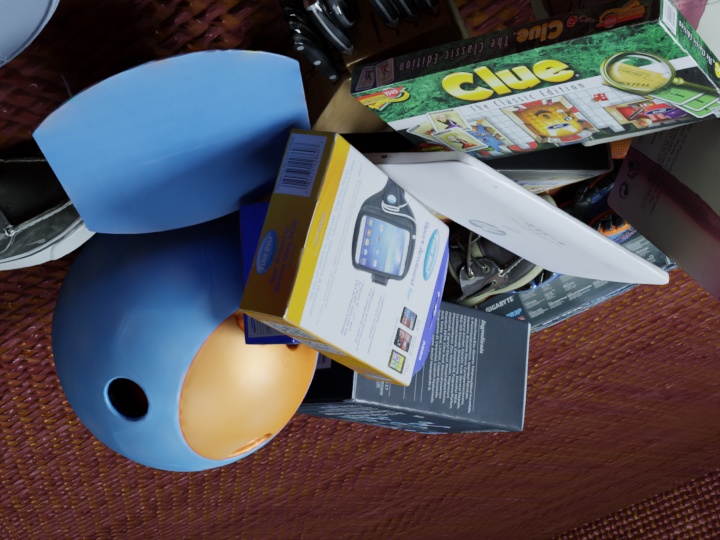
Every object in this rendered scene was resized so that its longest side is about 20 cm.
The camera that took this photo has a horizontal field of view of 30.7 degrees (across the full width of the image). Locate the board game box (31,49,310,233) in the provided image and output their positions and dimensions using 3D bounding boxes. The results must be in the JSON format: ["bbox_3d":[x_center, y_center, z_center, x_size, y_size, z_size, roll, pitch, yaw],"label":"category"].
[{"bbox_3d":[-0.112,-0.090,0.806,0.156,0.039,0.200,-17,158,-3],"label":"board game box"}]

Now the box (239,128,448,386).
[{"bbox_3d":[0.000,0.000,0.870,0.041,0.120,0.200,9,167,29],"label":"box"}]

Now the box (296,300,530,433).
[{"bbox_3d":[0.035,0.088,1.226,0.198,0.109,0.148,13,166,-33],"label":"box"}]

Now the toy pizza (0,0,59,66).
[{"bbox_3d":[-0.249,-0.146,0.657,0.198,0.032,0.201,-16,159,-6],"label":"toy pizza"}]

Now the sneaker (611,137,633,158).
[{"bbox_3d":[0.238,-0.158,0.967,0.077,0.074,0.200,19,134,-32],"label":"sneaker"}]

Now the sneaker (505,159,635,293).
[{"bbox_3d":[0.200,-0.032,1.211,0.199,0.076,0.078,-27,160,28],"label":"sneaker"}]

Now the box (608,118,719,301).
[{"bbox_3d":[0.281,-0.038,0.876,0.127,0.200,0.110,9,115,-28],"label":"box"}]

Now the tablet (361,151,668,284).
[{"bbox_3d":[0.100,-0.033,0.880,0.199,0.014,0.130,27,170,-31],"label":"tablet"}]

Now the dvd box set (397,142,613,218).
[{"bbox_3d":[0.071,-0.069,0.990,0.145,0.030,0.199,-2,173,-31],"label":"dvd box set"}]

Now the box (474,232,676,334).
[{"bbox_3d":[0.232,0.011,1.319,0.199,0.046,0.159,-27,172,24],"label":"box"}]

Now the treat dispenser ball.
[{"bbox_3d":[-0.128,0.047,0.978,0.198,0.203,0.201,-15,158,-6],"label":"treat dispenser ball"}]

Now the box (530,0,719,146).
[{"bbox_3d":[0.172,-0.181,0.757,0.108,0.129,0.200,-14,158,-5],"label":"box"}]

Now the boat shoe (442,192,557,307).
[{"bbox_3d":[0.104,-0.007,1.195,0.064,0.074,0.200,-6,156,-38],"label":"boat shoe"}]

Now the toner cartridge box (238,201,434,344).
[{"bbox_3d":[-0.012,0.003,0.944,0.043,0.096,0.199,-3,177,31],"label":"toner cartridge box"}]

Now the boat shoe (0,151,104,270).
[{"bbox_3d":[-0.253,-0.035,0.867,0.198,0.071,0.064,-20,159,12],"label":"boat shoe"}]

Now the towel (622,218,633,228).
[{"bbox_3d":[0.273,-0.088,1.086,0.144,0.023,0.200,-52,160,6],"label":"towel"}]

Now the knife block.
[{"bbox_3d":[0.034,-0.156,0.800,0.198,0.065,0.176,-4,156,-30],"label":"knife block"}]

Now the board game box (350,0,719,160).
[{"bbox_3d":[0.101,-0.103,0.744,0.198,0.024,0.104,-8,151,38],"label":"board game box"}]
